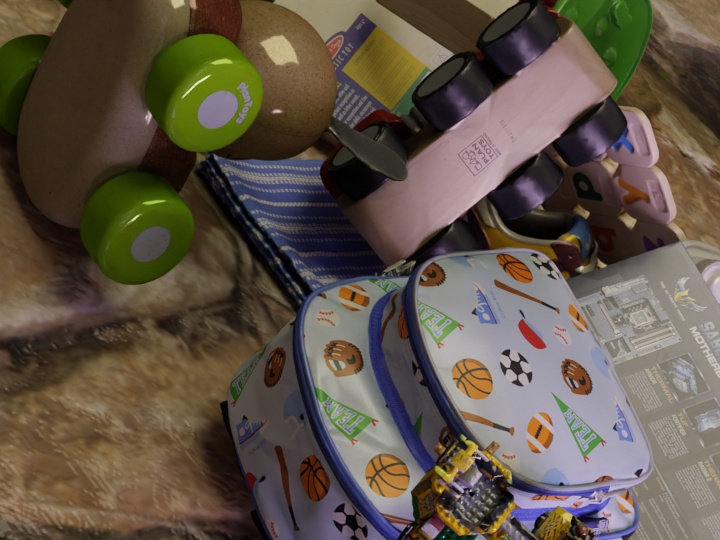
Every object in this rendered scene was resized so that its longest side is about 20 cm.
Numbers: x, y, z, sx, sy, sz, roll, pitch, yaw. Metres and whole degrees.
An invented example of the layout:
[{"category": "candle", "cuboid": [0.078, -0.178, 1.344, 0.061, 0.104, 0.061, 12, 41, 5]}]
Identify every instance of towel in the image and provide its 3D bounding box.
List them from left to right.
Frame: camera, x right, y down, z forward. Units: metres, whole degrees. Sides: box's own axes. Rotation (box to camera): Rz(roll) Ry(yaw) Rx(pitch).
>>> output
[{"category": "towel", "cuboid": [0.000, 0.000, 1.145, 0.145, 0.024, 0.200, -1, 48, -54]}]

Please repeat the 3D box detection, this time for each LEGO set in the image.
[{"category": "LEGO set", "cuboid": [0.045, 0.162, 0.758, 0.200, 0.116, 0.154, -40, 86, -21]}]

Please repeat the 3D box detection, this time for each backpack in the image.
[{"category": "backpack", "cuboid": [0.036, 0.082, 0.929, 0.190, 0.154, 0.200, -8, 58, -38]}]

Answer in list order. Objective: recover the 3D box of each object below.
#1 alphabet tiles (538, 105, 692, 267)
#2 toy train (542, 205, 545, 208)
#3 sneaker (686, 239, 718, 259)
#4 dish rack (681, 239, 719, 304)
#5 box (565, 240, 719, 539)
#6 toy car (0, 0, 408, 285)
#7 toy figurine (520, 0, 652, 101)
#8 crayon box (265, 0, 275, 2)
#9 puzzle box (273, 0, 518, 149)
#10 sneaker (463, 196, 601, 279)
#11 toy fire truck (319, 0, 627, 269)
[{"category": "alphabet tiles", "cuboid": [0.145, -0.060, 1.251, 0.015, 0.195, 0.201, -31, 111, -25]}, {"category": "toy train", "cuboid": [0.139, -0.051, 1.391, 0.200, 0.042, 0.056, 27, 19, -26]}, {"category": "sneaker", "cuboid": [0.254, 0.016, 1.295, 0.075, 0.087, 0.200, 48, -3, 28]}, {"category": "dish rack", "cuboid": [0.254, 0.080, 1.208, 0.200, 0.172, 0.043, 14, -4, -43]}, {"category": "box", "cuboid": [0.160, 0.094, 1.069, 0.157, 0.051, 0.200, -19, 65, -19]}, {"category": "toy car", "cuboid": [-0.074, -0.087, 1.017, 0.200, 0.158, 0.164, 7, 32, -42]}, {"category": "toy figurine", "cuboid": [0.114, -0.216, 1.501, 0.184, 0.150, 0.200, 38, -7, 25]}, {"category": "crayon box", "cuboid": [-0.051, -0.251, 1.349, 0.200, 0.126, 0.052, 39, 26, -4]}, {"category": "puzzle box", "cuboid": [0.020, -0.178, 1.281, 0.133, 0.200, 0.025, 39, -13, -5]}, {"category": "sneaker", "cuboid": [0.136, 0.017, 1.221, 0.200, 0.090, 0.075, 36, 27, -8]}, {"category": "toy fire truck", "cuboid": [0.048, -0.108, 1.173, 0.129, 0.176, 0.200, 49, 4, -17]}]
